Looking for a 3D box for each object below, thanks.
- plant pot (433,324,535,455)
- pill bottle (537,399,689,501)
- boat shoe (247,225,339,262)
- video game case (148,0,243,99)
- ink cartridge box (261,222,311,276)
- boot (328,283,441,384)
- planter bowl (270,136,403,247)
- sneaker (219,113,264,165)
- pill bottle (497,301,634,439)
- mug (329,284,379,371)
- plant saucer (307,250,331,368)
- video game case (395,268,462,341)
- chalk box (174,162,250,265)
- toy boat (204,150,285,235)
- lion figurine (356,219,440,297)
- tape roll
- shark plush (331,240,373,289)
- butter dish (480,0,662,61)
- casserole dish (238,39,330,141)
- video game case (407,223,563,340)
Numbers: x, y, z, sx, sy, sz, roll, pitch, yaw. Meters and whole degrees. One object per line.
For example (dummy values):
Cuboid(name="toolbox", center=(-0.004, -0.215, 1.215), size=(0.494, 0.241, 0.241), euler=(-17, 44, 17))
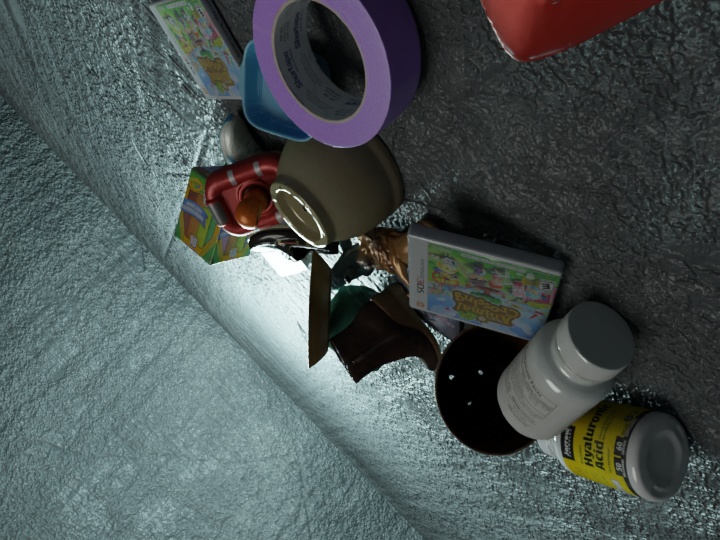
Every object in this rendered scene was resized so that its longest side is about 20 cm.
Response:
Cuboid(name="plant pot", center=(0.192, 0.184, 1.059), size=(0.187, 0.187, 0.200), euler=(43, 172, 3))
Cuboid(name="pill bottle", center=(0.342, 0.240, 0.928), size=(0.112, 0.111, 0.199), euler=(50, 159, -16))
Cuboid(name="boat shoe", center=(-0.129, -0.051, 1.238), size=(0.195, 0.065, 0.073), euler=(-5, 169, 24))
Cuboid(name="video game case", center=(-0.257, -0.366, 1.093), size=(0.198, 0.022, 0.184), euler=(19, 147, 50))
Cuboid(name="ink cartridge box", center=(-0.154, -0.058, 1.401), size=(0.117, 0.067, 0.199), euler=(51, 159, -13))
Cuboid(name="boot", center=(0.048, 0.143, 1.183), size=(0.202, 0.165, 0.072), euler=(56, 165, -24))
Cuboid(name="planter bowl", center=(-0.051, -0.124, 0.984), size=(0.199, 0.135, 0.202), euler=(39, 159, 18))
Cuboid(name="sneaker", center=(-0.197, -0.199, 1.233), size=(0.078, 0.078, 0.203), euler=(4, 136, 26))
Cuboid(name="pill bottle", center=(0.262, 0.130, 0.857), size=(0.114, 0.114, 0.202), euler=(39, 147, 13))
Cuboid(name="mug", center=(-0.008, 0.092, 1.278), size=(0.182, 0.116, 0.152), euler=(32, -167, -8))
Cuboid(name="plant saucer", center=(-0.070, 0.069, 1.165), size=(0.034, 0.206, 0.202), euler=(2, 154, -2))
Cuboid(name="video game case", center=(0.116, 0.037, 1.125), size=(0.141, 0.019, 0.202), euler=(36, 156, 26))
Cuboid(name="chalk box", center=(-0.280, -0.137, 1.362), size=(0.123, 0.122, 0.205), euler=(34, 117, 25))
Cuboid(name="toy boat", center=(-0.183, -0.120, 1.159), size=(0.132, 0.194, 0.133), euler=(-85, -26, -55))
Cuboid(name="lion figurine", center=(0.080, -0.034, 0.996), size=(0.198, 0.072, 0.124), euler=(-28, 96, 46))
Cuboid(name="tape roll", center=(-0.029, -0.246, 0.745), size=(0.196, 0.066, 0.204), euler=(27, 139, 26))
Cuboid(name="shark plush", center=(0.000, 0.000, 1.185), size=(0.092, 0.083, 0.198), euler=(53, 158, -22))
Cuboid(name="butter dish", center=(0.136, -0.263, 0.371), size=(0.195, 0.149, 0.202), euler=(-22, 117, 23))
Cuboid(name="casserole dish", center=(-0.102, -0.252, 0.922), size=(0.197, 0.038, 0.125), euler=(25, 118, 41))
Cuboid(name="video game case", center=(0.158, 0.022, 0.887), size=(0.194, 0.023, 0.184), euler=(15, 150, 14))
